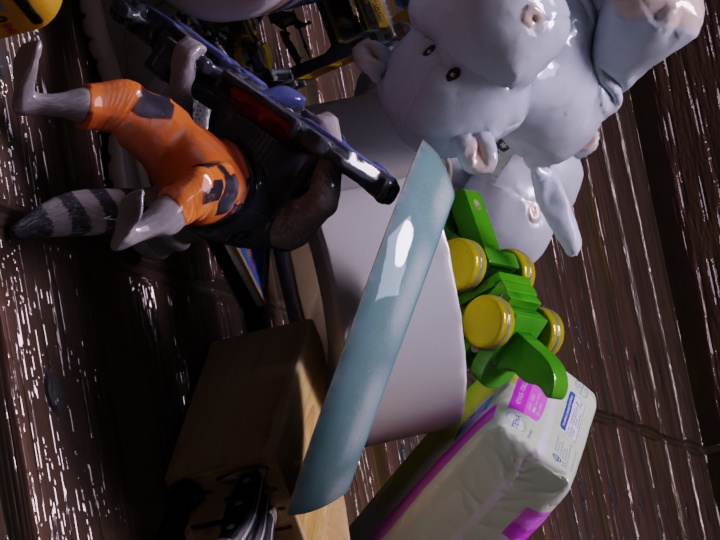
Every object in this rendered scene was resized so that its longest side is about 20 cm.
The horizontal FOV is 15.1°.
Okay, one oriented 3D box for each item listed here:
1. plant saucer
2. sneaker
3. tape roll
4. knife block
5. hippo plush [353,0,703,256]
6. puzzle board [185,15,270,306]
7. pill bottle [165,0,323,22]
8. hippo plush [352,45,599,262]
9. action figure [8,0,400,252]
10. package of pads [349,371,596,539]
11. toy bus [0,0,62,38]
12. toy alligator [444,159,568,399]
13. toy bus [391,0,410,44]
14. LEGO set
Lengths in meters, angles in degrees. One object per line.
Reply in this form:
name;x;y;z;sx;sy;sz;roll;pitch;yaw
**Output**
plant saucer;0.009;0.033;1.365;0.200;0.027;0.200;20;90;-88
sneaker;-0.096;-0.108;1.457;0.075;0.082;0.200;23;55;-73
tape roll;0.000;0.000;1.563;0.202;0.071;0.203;168;-90;-81
knife block;-0.063;0.106;1.429;0.176;0.064;0.200;46;33;-66
hippo plush;0.065;-0.125;1.467;0.161;0.200;0.159;-10;47;-48
puzzle board;-0.084;-0.097;1.636;0.200;0.017;0.151;-89;161;-44
pill bottle;-0.030;-0.200;1.460;0.200;0.111;0.111;-23;100;-58
hippo plush;0.053;-0.062;1.747;0.161;0.159;0.200;33;37;-7
action figure;-0.092;-0.060;1.340;0.193;0.105;0.200;9;24;-50
package of pads;0.050;0.145;1.593;0.068;0.200;0.155;40;20;-4
toy bus;-0.174;-0.204;1.242;0.065;0.078;0.200;52;28;-58
toy alligator;0.060;0.000;1.557;0.059;0.054;0.200;12;45;-50
toy bus;0.080;-0.177;1.641;0.136;0.200;0.192;7;87;-50
LEGO set;-0.049;-0.188;1.578;0.154;0.116;0.200;10;61;-66
